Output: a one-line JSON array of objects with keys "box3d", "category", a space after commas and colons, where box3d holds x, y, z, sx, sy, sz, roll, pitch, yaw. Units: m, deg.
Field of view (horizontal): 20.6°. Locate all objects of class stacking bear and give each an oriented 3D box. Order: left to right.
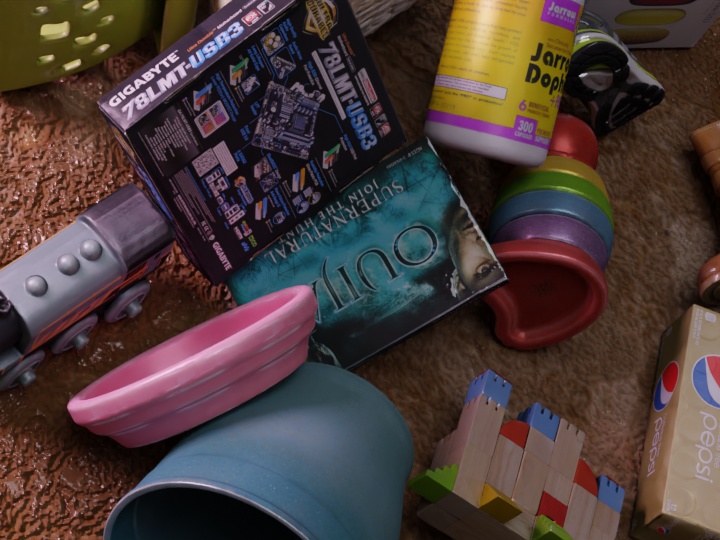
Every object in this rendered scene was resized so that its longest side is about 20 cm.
[{"box3d": [0.159, -0.052, 1.678, 0.121, 0.114, 0.200, 53, 33, -39], "category": "stacking bear"}]

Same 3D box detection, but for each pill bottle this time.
[{"box3d": [0.122, -0.190, 1.609, 0.104, 0.104, 0.200, 12, 94, -14], "category": "pill bottle"}]

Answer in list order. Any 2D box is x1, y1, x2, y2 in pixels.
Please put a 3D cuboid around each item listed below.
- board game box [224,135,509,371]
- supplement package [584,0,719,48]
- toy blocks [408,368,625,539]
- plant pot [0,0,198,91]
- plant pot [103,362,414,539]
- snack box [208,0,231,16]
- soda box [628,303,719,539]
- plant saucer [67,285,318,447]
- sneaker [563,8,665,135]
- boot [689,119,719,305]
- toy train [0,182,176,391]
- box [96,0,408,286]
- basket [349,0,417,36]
[{"box3d": [0.000, 0.000, 1.579, 0.200, 0.028, 0.135, -30, 80, 1], "category": "board game box"}, {"box3d": [0.230, -0.277, 1.811, 0.200, 0.114, 0.110, -4, 65, -21], "category": "supplement package"}, {"box3d": [0.133, 0.170, 1.572, 0.200, 0.100, 0.137, 35, 47, -15], "category": "toy blocks"}, {"box3d": [-0.224, -0.278, 1.577, 0.181, 0.199, 0.200, -6, 66, -13], "category": "plant pot"}, {"box3d": [-0.056, 0.172, 1.446, 0.200, 0.200, 0.188, 35, 44, -1], "category": "plant pot"}, {"box3d": [-0.094, -0.213, 1.557, 0.037, 0.200, 0.116, -11, 55, -9], "category": "snack box"}, {"box3d": [0.281, 0.135, 1.656, 0.068, 0.064, 0.200, 20, 59, -10], "category": "soda box"}, {"box3d": [-0.117, 0.075, 1.467, 0.200, 0.200, 0.051, -29, 98, -30], "category": "plant saucer"}, {"box3d": [0.209, -0.182, 1.727, 0.074, 0.200, 0.081, -29, 66, 10], "category": "sneaker"}, {"box3d": [0.341, -0.063, 1.767, 0.200, 0.077, 0.155, -23, 76, -31], "category": "boot"}, {"box3d": [-0.227, 0.012, 1.497, 0.200, 0.114, 0.085, -35, 80, -31], "category": "toy train"}, {"box3d": [-0.076, -0.112, 1.503, 0.198, 0.200, 0.050, -40, 51, -10], "category": "box"}, {"box3d": [-0.011, -0.313, 1.648, 0.198, 0.161, 0.200, -35, 76, -12], "category": "basket"}]
